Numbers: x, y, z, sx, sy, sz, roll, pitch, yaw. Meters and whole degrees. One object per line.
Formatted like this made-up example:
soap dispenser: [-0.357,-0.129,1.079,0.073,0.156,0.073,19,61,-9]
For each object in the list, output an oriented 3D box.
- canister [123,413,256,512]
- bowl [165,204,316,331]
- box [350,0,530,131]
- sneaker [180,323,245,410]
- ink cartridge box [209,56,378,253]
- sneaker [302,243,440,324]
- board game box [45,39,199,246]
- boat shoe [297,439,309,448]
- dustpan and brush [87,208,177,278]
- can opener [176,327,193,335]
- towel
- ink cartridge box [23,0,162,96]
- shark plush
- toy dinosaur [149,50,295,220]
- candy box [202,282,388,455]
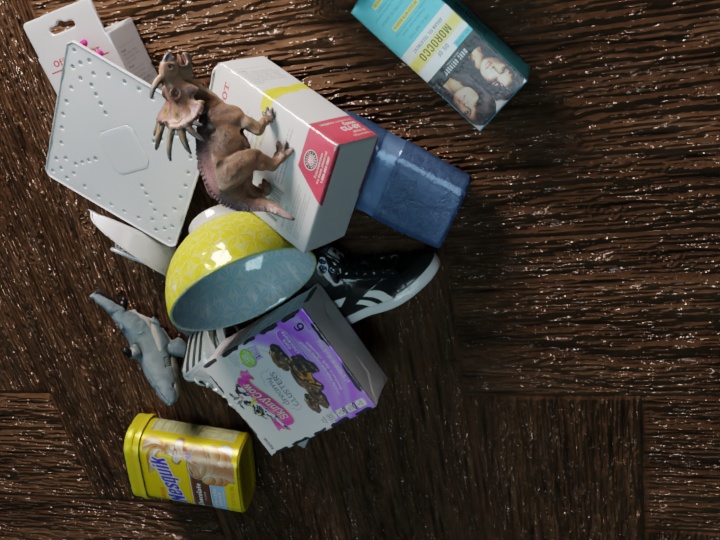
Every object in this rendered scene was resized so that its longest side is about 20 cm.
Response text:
canister: [-0.280,0.322,1.328,0.195,0.087,0.151,6,122,11]
bowl: [-0.165,-0.019,1.017,0.199,0.198,0.109,-40,66,31]
box: [0.090,-0.257,0.890,0.199,0.049,0.082,40,123,-9]
sneaker: [-0.202,0.171,1.223,0.113,0.076,0.204,-16,106,25]
ink cartridge box: [-0.093,-0.143,0.950,0.199,0.083,0.147,38,127,23]
sneaker: [0.000,0.000,1.057,0.198,0.073,0.112,-29,111,30]
board game box: [-0.289,-0.155,0.993,0.197,0.026,0.202,30,128,1]
boat shoe: [-0.081,0.175,1.190,0.065,0.072,0.203,20,123,9]
dustpan and brush: [-0.276,-0.011,1.094,0.197,0.140,0.058,23,86,1]
can opener: [-0.214,0.016,1.142,0.066,0.053,0.201,32,124,0]
towel: [0.034,-0.117,0.992,0.197,0.049,0.113,27,126,0]
ink cartridge box: [-0.322,-0.239,1.012,0.114,0.067,0.203,-10,117,23]
shark plush: [-0.330,0.107,1.213,0.089,0.084,0.203,-15,115,24]
toy dinosaur: [-0.153,-0.127,0.859,0.085,0.135,0.203,-25,91,41]
candy box: [-0.090,0.140,1.094,0.198,0.072,0.169,-30,104,29]
